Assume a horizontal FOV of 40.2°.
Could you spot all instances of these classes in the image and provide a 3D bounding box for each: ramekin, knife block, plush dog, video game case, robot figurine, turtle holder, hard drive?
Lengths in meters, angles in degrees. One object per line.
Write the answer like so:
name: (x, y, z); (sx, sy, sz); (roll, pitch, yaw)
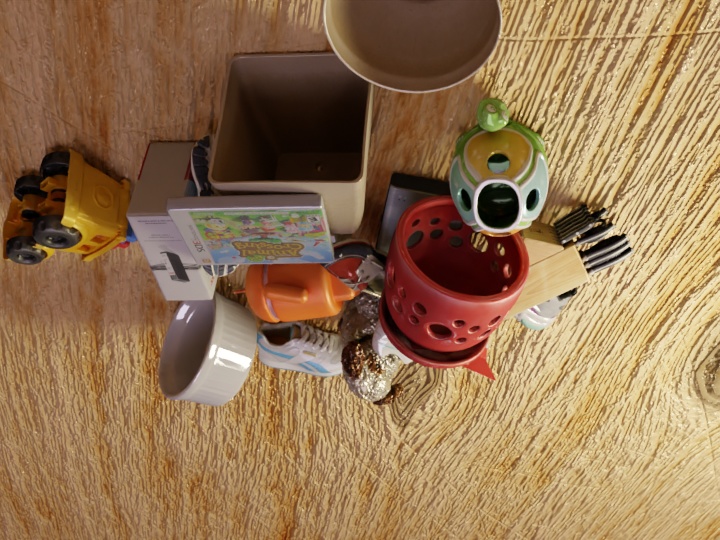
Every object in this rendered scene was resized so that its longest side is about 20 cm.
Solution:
ramekin: (-0.263, 0.138, 1.712); (0.097, 0.204, 0.200); (23, 141, -31)
knife block: (0.303, -0.005, 1.474); (0.172, 0.064, 0.203); (14, 119, -8)
plush dog: (0.014, 0.137, 1.670); (0.158, 0.174, 0.200); (-18, 137, 30)
video game case: (-0.138, -0.050, 1.294); (0.195, 0.023, 0.183); (-1, 158, 3)
robot figurine: (-0.101, 0.021, 1.579); (0.196, 0.146, 0.118); (-8, 134, 15)
turtle holder: (0.192, -0.133, 1.319); (0.139, 0.132, 0.188); (22, 122, -3)
hard drive: (0.099, -0.061, 1.519); (0.136, 0.033, 0.202); (9, 143, -2)

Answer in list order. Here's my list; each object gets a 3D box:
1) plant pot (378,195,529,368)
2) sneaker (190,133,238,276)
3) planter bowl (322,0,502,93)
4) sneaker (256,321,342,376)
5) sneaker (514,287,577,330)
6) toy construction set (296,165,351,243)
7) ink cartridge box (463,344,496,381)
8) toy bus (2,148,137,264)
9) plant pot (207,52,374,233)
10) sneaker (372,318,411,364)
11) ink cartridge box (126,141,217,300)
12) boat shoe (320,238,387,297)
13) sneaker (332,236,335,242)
plant pot: (0.124, 0.022, 1.420); (0.196, 0.203, 0.184); (13, 139, -6)
sneaker: (-0.203, -0.094, 1.418); (0.076, 0.205, 0.080); (-3, 180, -9)
planter bowl: (0.062, -0.322, 1.109); (0.196, 0.137, 0.202); (5, 142, 4)
sneaker: (-0.093, 0.137, 1.773); (0.195, 0.078, 0.082); (2, 140, 5)
sneaker: (0.254, 0.018, 1.561); (0.197, 0.079, 0.140); (13, 142, -25)
toy construction set: (-0.105, -0.081, 1.456); (0.195, 0.134, 0.092); (-4, 173, 3)
ink cartridge box: (0.137, 0.081, 1.564); (0.159, 0.201, 0.051); (24, 107, -19)
toy bus: (-0.439, -0.076, 1.540); (0.198, 0.138, 0.190); (-24, 148, 38)
plant pot: (-0.074, -0.154, 1.317); (0.195, 0.204, 0.178); (1, 152, 9)
sneaker: (0.096, 0.112, 1.622); (0.198, 0.070, 0.081); (14, 109, -37)
ink cartridge box: (-0.270, -0.071, 1.483); (0.082, 0.146, 0.202); (1, 142, 9)
boat shoe: (0.000, 0.000, 1.466); (0.070, 0.064, 0.199); (-22, 163, 21)
sneaker: (-0.122, -0.048, 1.532); (0.195, 0.082, 0.077); (-1, 147, 10)
